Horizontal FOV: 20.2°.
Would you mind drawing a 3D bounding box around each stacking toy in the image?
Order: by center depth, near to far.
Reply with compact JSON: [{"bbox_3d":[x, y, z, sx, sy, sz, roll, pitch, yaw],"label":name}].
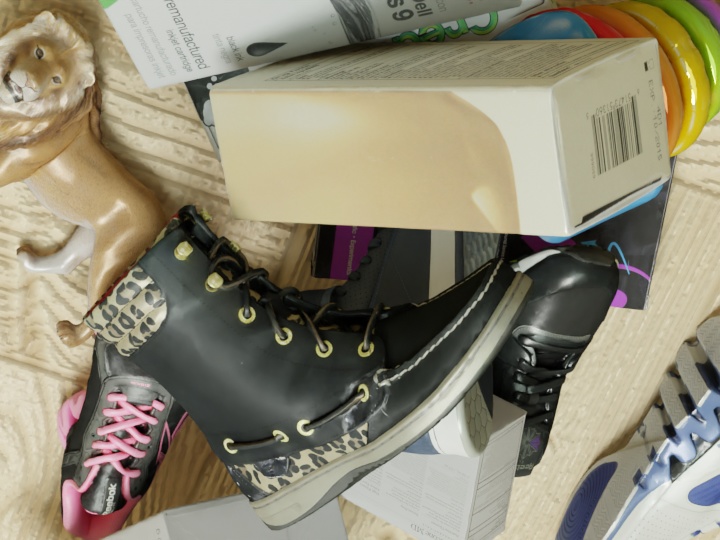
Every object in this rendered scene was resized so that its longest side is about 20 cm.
[{"bbox_3d":[0.161,-0.108,1.062,0.199,0.116,0.110,-29,91,-31],"label":"stacking toy"}]

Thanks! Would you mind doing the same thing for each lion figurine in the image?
[{"bbox_3d":[-0.161,-0.050,1.136,0.122,0.073,0.200,-33,129,7],"label":"lion figurine"}]

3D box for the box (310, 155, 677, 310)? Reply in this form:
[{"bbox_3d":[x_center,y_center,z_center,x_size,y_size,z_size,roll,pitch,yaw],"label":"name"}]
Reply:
[{"bbox_3d":[0.078,-0.055,1.148,0.199,0.036,0.144,7,117,-3],"label":"box"}]

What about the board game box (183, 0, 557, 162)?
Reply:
[{"bbox_3d":[-0.011,-0.155,1.070,0.199,0.035,0.127,-24,97,11],"label":"board game box"}]

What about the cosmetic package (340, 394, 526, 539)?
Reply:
[{"bbox_3d":[-0.004,0.081,1.151,0.199,0.051,0.083,26,121,29],"label":"cosmetic package"}]

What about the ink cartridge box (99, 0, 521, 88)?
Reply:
[{"bbox_3d":[-0.033,-0.180,0.970,0.199,0.085,0.146,-12,147,10],"label":"ink cartridge box"}]

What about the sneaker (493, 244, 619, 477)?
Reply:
[{"bbox_3d":[0.096,0.069,1.152,0.075,0.088,0.200,6,141,-25],"label":"sneaker"}]

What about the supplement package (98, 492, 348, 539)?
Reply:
[{"bbox_3d":[-0.101,0.207,1.169,0.119,0.122,0.200,-8,167,-38],"label":"supplement package"}]

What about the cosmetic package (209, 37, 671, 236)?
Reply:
[{"bbox_3d":[0.037,-0.066,0.970,0.199,0.105,0.072,4,110,38],"label":"cosmetic package"}]

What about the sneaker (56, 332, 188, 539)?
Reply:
[{"bbox_3d":[-0.133,0.091,1.154,0.079,0.096,0.200,16,143,-8],"label":"sneaker"}]

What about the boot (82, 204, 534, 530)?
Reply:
[{"bbox_3d":[-0.030,0.024,0.975,0.154,0.074,0.203,45,125,-7],"label":"boot"}]

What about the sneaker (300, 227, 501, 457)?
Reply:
[{"bbox_3d":[-0.001,0.000,1.084,0.145,0.204,0.077,-3,159,24],"label":"sneaker"}]

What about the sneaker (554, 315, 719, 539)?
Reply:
[{"bbox_3d":[0.213,0.134,1.228,0.115,0.081,0.200,29,113,-13],"label":"sneaker"}]
